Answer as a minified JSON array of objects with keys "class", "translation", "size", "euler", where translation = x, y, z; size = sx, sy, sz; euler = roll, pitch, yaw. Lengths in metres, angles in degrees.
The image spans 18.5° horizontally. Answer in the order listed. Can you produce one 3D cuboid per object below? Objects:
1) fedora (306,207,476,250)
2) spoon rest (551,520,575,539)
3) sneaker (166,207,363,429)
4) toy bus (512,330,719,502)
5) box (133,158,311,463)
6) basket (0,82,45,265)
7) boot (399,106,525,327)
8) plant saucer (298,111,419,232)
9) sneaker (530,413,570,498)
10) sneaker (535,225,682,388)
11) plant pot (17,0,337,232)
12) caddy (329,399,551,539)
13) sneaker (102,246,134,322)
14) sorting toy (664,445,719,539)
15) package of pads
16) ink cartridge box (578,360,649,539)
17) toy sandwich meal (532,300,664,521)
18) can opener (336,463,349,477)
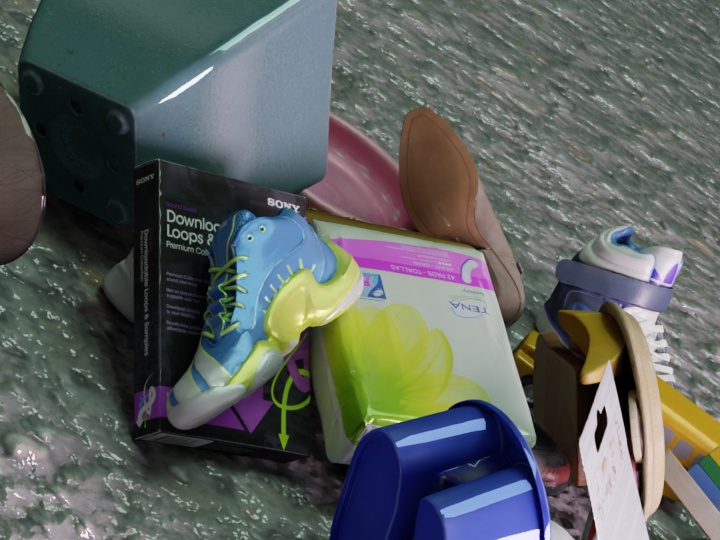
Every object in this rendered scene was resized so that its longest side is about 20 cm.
[{"class":"fedora","translation":[0.000,0.000,1.800],"size":[0.200,0.082,0.201],"euler":[12,3,-1]},{"class":"spoon rest","translation":[0.146,0.257,1.522],"size":[0.099,0.061,0.200],"euler":[-86,153,-64]},{"class":"sneaker","translation":[-0.087,0.025,1.527],"size":[0.105,0.076,0.200],"euler":[53,46,-4]},{"class":"toy bus","translation":[0.224,0.120,1.930],"size":[0.200,0.078,0.065],"euler":[37,24,1]},{"class":"box","translation":[-0.098,0.030,1.581],"size":[0.143,0.036,0.200],"euler":[13,67,-42]},{"class":"basket","translation":[-0.335,-0.068,1.454],"size":[0.180,0.136,0.200],"euler":[50,30,15]},{"class":"boot","translation":[0.095,-0.043,1.994],"size":[0.146,0.070,0.200],"euler":[15,58,-74]},{"class":"plant saucer","translation":[-0.035,-0.081,1.981],"size":[0.200,0.051,0.201],"euler":[30,24,-15]},{"class":"sneaker","translation":[0.097,0.104,1.763],"size":[0.200,0.098,0.071],"euler":[37,22,-6]},{"class":"sneaker","translation":[0.256,0.052,2.013],"size":[0.081,0.147,0.200],"euler":[8,36,-47]},{"class":"plant pot","translation":[-0.158,-0.137,1.712],"size":[0.196,0.196,0.200],"euler":[26,43,25]},{"class":"caddy","translation":[0.060,0.180,1.463],"size":[0.105,0.200,0.141],"euler":[-10,45,-29]},{"class":"sneaker","translation":[-0.092,0.008,1.677],"size":[0.200,0.099,0.078],"euler":[11,32,-45]},{"class":"sorting toy","translation":[0.342,0.237,1.790],"size":[0.199,0.070,0.200],"euler":[54,3,33]},{"class":"package of pads","translation":[0.038,0.062,1.642],"size":[0.154,0.068,0.200],"euler":[11,45,-26]},{"class":"ink cartridge box","translation":[0.174,0.190,1.632],"size":[0.163,0.057,0.200],"euler":[-56,130,-66]},{"class":"toy sandwich meal","translation":[0.190,0.115,1.782],"size":[0.070,0.205,0.205],"euler":[-6,34,-5]},{"class":"can opener","translation":[0.070,0.182,1.624],"size":[0.200,0.079,0.063],"euler":[37,48,22]}]
